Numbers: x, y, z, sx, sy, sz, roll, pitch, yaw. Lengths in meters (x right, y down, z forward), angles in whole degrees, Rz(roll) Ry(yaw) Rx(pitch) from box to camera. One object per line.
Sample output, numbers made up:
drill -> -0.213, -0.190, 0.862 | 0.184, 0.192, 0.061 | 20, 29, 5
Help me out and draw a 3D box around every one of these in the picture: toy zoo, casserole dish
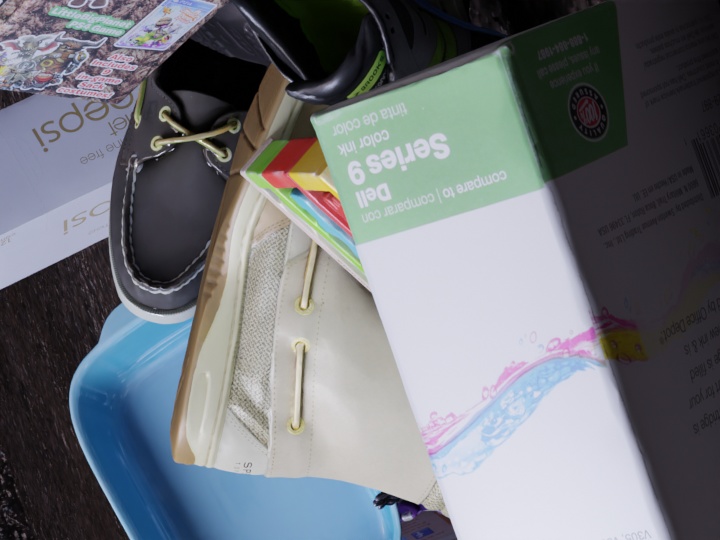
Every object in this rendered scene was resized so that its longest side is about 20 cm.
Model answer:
toy zoo -> 0.024, -0.001, 1.078 | 0.131, 0.020, 0.200 | 42, 174, -10
casserole dish -> -0.056, 0.095, 1.359 | 0.200, 0.121, 0.039 | 58, -175, 21

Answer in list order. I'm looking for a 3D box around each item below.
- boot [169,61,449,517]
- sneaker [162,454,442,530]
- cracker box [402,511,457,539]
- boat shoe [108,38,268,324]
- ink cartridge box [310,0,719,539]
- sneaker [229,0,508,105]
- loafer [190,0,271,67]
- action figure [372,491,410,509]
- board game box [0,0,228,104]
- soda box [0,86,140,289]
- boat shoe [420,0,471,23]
boot -> 0.014, 0.002, 1.214 | 0.073, 0.155, 0.200 | -117, 42, -81
sneaker -> -0.016, 0.110, 1.401 | 0.081, 0.200, 0.084 | 59, -140, -57
cracker box -> 0.059, 0.211, 1.482 | 0.200, 0.058, 0.134 | -152, 43, -67
boat shoe -> -0.078, -0.074, 1.369 | 0.061, 0.072, 0.202 | 93, -171, -64
ink cartridge box -> 0.083, 0.017, 0.946 | 0.087, 0.145, 0.200 | -19, 94, 35
sneaker -> 0.012, -0.076, 1.112 | 0.200, 0.083, 0.071 | 40, 127, -8
loafer -> -0.023, -0.125, 1.285 | 0.200, 0.071, 0.073 | 29, 168, 38
action figure -> 0.000, 0.000, 1.310 | 0.119, 0.102, 0.200 | -37, 73, 29
board game box -> -0.108, -0.195, 1.249 | 0.200, 0.097, 0.160 | -38, 60, 38
soda box -> -0.113, -0.068, 1.445 | 0.064, 0.200, 0.068 | 57, 162, 17
boat shoe -> 0.010, -0.169, 1.148 | 0.066, 0.074, 0.200 | -67, -37, -58
